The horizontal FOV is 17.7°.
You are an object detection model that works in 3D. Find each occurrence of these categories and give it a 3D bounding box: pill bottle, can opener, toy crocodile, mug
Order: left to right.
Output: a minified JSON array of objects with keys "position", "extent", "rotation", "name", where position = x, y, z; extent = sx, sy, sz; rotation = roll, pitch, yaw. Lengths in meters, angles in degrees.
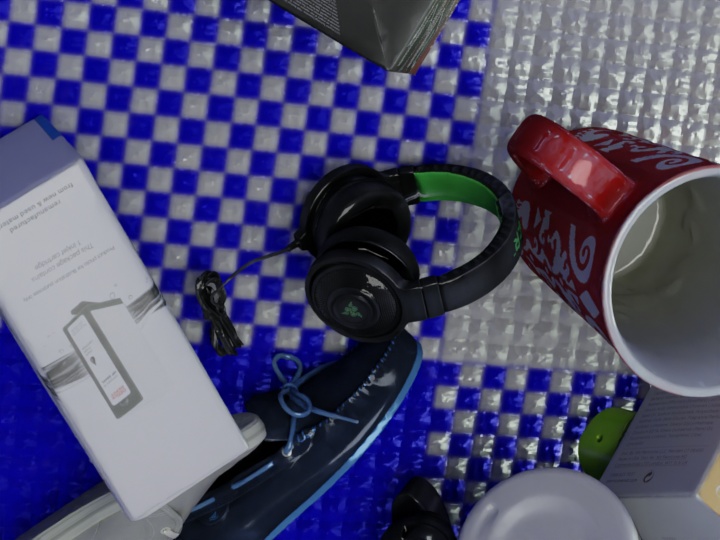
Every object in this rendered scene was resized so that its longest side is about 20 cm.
[{"position":[0.062,0.229,1.487],"extent":[0.079,0.063,0.200],"rotation":[-45,125,-42],"name":"can opener"},{"position":[0.134,0.206,1.443],"extent":[0.111,0.111,0.200],"rotation":[-39,150,-4],"name":"pill bottle"},{"position":[0.165,-0.036,1.384],"extent":[0.133,0.200,0.178],"rotation":[-24,108,-8],"name":"mug"},{"position":[0.208,0.171,1.520],"extent":[0.200,0.067,0.062],"rotation":[47,69,-21],"name":"toy crocodile"}]

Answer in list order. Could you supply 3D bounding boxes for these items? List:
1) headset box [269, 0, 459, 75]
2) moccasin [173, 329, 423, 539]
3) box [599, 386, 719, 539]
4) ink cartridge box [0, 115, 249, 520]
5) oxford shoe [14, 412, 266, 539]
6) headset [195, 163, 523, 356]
[{"position":[-0.019,-0.178,1.293],"extent":[0.149,0.200,0.077],"rotation":[32,96,2],"name":"headset box"},{"position":[-0.046,0.104,1.425],"extent":[0.068,0.080,0.200],"rotation":[42,89,-17],"name":"moccasin"},{"position":[0.269,0.104,1.463],"extent":[0.152,0.106,0.200],"rotation":[40,67,-21],"name":"box"},{"position":[-0.159,0.025,1.337],"extent":[0.084,0.146,0.200],"rotation":[-32,111,-8],"name":"ink cartridge box"},{"position":[-0.134,0.150,1.399],"extent":[0.200,0.075,0.058],"rotation":[-34,95,12],"name":"oxford shoe"},{"position":[0.000,0.000,1.399],"extent":[0.200,0.124,0.094],"rotation":[-11,127,2],"name":"headset"}]
